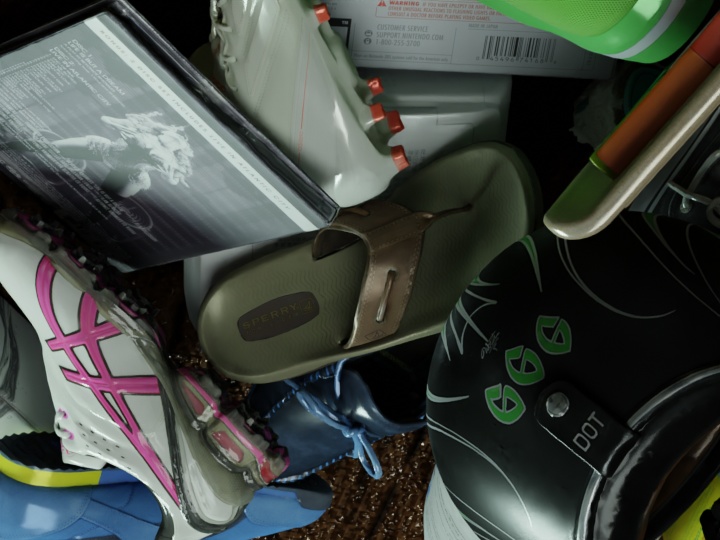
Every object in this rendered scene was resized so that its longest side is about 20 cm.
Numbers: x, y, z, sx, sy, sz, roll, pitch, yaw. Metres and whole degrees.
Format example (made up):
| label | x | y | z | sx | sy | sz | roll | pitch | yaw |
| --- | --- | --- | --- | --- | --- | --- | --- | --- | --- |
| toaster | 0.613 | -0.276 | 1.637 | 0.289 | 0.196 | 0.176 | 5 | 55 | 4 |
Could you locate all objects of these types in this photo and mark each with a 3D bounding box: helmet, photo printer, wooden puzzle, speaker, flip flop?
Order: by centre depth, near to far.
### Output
| label | x | y | z | sx | sy | sz | roll | pitch | yaw |
| --- | --- | --- | --- | --- | --- | --- | --- | --- | --- |
| speaker | 0.062 | -0.165 | 0.986 | 0.200 | 0.089 | 0.088 | 23 | 126 | -23 |
| wooden puzzle | 0.167 | -0.103 | 1.002 | 0.037 | 0.185 | 0.200 | 46 | 110 | 1 |
| helmet | 0.126 | 0.066 | 1.023 | 0.200 | 0.191 | 0.200 | -10 | 117 | -19 |
| flip flop | 0.000 | 0.000 | 1.094 | 0.200 | 0.081 | 0.058 | -22 | 168 | 21 |
| photo printer | -0.011 | -0.027 | 1.173 | 0.166 | 0.070 | 0.200 | -1 | 132 | -4 |

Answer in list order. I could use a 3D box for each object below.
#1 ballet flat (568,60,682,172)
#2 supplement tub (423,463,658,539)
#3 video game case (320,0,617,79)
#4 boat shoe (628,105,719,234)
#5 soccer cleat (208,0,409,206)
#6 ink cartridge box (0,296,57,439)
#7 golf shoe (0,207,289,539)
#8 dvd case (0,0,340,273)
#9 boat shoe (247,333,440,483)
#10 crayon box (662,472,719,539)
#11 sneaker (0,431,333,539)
| label | x | y | z | sx | sy | sz | roll | pitch | yaw |
| --- | --- | --- | --- | --- | --- | --- | --- | --- | --- |
| ballet flat | 0.196 | -0.056 | 1.180 | 0.200 | 0.072 | 0.072 | 26 | 125 | -23 |
| supplement tub | 0.106 | 0.119 | 1.229 | 0.132 | 0.132 | 0.200 | 0 | 157 | -5 |
| video game case | 0.037 | -0.180 | 1.056 | 0.199 | 0.046 | 0.182 | 2 | 132 | -7 |
| boat shoe | 0.189 | -0.032 | 1.104 | 0.074 | 0.068 | 0.200 | 28 | 103 | -22 |
| soccer cleat | -0.045 | -0.107 | 1.026 | 0.077 | 0.069 | 0.200 | -20 | 122 | 11 |
| ink cartridge box | -0.247 | 0.079 | 1.238 | 0.145 | 0.085 | 0.200 | -28 | 130 | 18 |
| golf shoe | -0.133 | 0.055 | 1.139 | 0.092 | 0.073 | 0.200 | -44 | 83 | 3 |
| dvd case | -0.118 | -0.061 | 1.084 | 0.149 | 0.016 | 0.200 | 44 | 151 | -23 |
| boat shoe | 0.006 | 0.053 | 1.152 | 0.084 | 0.069 | 0.200 | 27 | 125 | -27 |
| crayon box | 0.206 | 0.108 | 1.225 | 0.051 | 0.200 | 0.127 | 6 | 132 | -12 |
| sneaker | -0.112 | 0.135 | 1.216 | 0.200 | 0.066 | 0.079 | 4 | 104 | -27 |
